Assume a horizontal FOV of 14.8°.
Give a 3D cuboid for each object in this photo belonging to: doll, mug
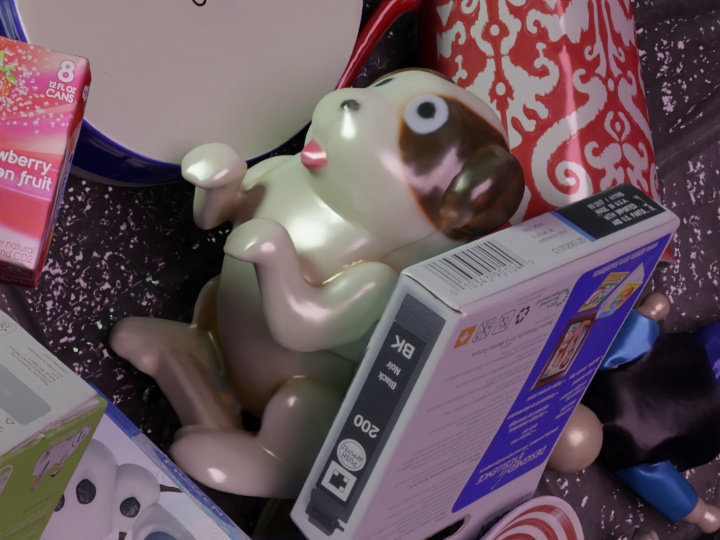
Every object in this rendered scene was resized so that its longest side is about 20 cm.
[{"bbox_3d":[0.181,0.078,1.538,0.199,0.048,0.137,-11,92,-32],"label":"doll"},{"bbox_3d":[0.072,-0.095,1.438,0.177,0.133,0.201,-1,84,-33],"label":"mug"}]

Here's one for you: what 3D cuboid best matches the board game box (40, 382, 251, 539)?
[{"bbox_3d":[-0.123,0.191,1.262,0.199,0.043,0.200,44,93,4],"label":"board game box"}]

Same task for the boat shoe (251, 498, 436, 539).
[{"bbox_3d":[0.016,0.109,1.424,0.074,0.066,0.200,48,67,-21],"label":"boat shoe"}]

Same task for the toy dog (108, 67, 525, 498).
[{"bbox_3d":[0.000,0.000,1.322,0.193,0.140,0.200,16,115,-24],"label":"toy dog"}]

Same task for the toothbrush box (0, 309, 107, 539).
[{"bbox_3d":[-0.217,0.096,1.170,0.146,0.200,0.086,39,33,15],"label":"toothbrush box"}]

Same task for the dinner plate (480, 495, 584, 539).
[{"bbox_3d":[0.061,0.208,1.422,0.200,0.024,0.201,-37,136,-48],"label":"dinner plate"}]

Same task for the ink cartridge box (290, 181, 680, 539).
[{"bbox_3d":[0.051,0.065,1.318,0.198,0.043,0.200,-22,142,-52],"label":"ink cartridge box"}]

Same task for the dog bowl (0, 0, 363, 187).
[{"bbox_3d":[-0.100,-0.144,1.364,0.199,0.079,0.201,2,86,-31],"label":"dog bowl"}]

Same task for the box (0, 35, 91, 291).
[{"bbox_3d":[-0.227,-0.065,1.230,0.199,0.095,0.100,15,82,-5],"label":"box"}]

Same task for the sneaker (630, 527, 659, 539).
[{"bbox_3d":[0.221,0.206,1.538,0.199,0.075,0.090,22,81,-29],"label":"sneaker"}]

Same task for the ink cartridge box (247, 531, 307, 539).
[{"bbox_3d":[-0.082,0.214,1.357,0.199,0.047,0.161,-2,105,-17],"label":"ink cartridge box"}]
